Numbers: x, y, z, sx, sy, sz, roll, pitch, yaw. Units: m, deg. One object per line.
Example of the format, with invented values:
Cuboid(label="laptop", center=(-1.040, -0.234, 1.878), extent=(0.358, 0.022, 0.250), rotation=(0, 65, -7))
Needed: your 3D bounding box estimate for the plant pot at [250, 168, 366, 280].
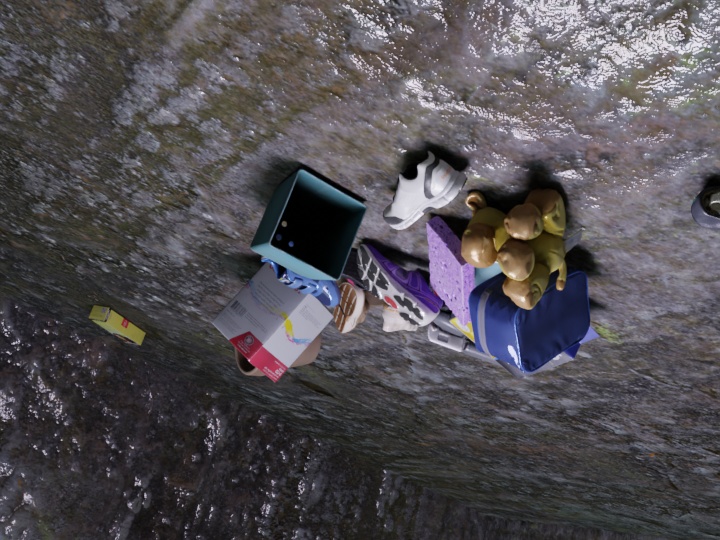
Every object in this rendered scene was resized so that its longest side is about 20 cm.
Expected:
Cuboid(label="plant pot", center=(-0.113, -0.069, 1.499), extent=(0.140, 0.143, 0.199), rotation=(28, 164, -23))

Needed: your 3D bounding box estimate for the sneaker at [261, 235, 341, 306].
Cuboid(label="sneaker", center=(-0.123, 0.010, 1.704), extent=(0.200, 0.083, 0.074), rotation=(45, 146, -14))

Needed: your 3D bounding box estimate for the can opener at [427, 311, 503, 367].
Cuboid(label="can opener", center=(0.224, 0.141, 1.661), extent=(0.198, 0.053, 0.066), rotation=(22, 157, -10))

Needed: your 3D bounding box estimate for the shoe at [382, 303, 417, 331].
Cuboid(label="shoe", center=(0.086, 0.101, 1.772), extent=(0.069, 0.054, 0.200), rotation=(9, 179, 20))

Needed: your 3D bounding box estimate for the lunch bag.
Cuboid(label="lunch bag", center=(0.281, 0.062, 1.405), extent=(0.132, 0.198, 0.138), rotation=(22, 130, 50))

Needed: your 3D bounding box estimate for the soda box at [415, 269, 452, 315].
Cuboid(label="soda box", center=(0.187, 0.068, 1.676), extent=(0.198, 0.064, 0.071), rotation=(20, 158, -4))

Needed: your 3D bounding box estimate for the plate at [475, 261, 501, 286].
Cuboid(label="plate", center=(0.257, 0.048, 1.568), extent=(0.198, 0.026, 0.202), rotation=(15, 139, 14))

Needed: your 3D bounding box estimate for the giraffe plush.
Cuboid(label="giraffe plush", center=(0.224, -0.049, 1.292), extent=(0.161, 0.175, 0.199), rotation=(15, -165, 36))

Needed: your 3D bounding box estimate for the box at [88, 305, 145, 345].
Cuboid(label="box", center=(-0.796, 0.181, 2.767), extent=(0.074, 0.051, 0.200), rotation=(6, 154, 29))

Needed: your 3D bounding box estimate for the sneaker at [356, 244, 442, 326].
Cuboid(label="sneaker", center=(0.072, 0.021, 1.605), extent=(0.200, 0.083, 0.081), rotation=(43, 145, 13))

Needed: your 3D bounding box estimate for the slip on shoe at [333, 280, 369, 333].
Cuboid(label="slip on shoe", center=(-0.010, 0.073, 1.785), extent=(0.060, 0.077, 0.201), rotation=(-18, 156, -18))

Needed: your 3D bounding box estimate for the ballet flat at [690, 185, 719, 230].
Cuboid(label="ballet flat", center=(0.518, -0.075, 1.060), extent=(0.198, 0.074, 0.073), rotation=(9, 157, 29))

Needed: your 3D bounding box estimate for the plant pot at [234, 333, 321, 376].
Cuboid(label="plant pot", center=(-0.196, 0.164, 2.095), extent=(0.173, 0.203, 0.199), rotation=(9, 166, -32))

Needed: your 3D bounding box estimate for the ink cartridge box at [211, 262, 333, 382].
Cuboid(label="ink cartridge box", center=(-0.187, 0.105, 1.835), extent=(0.145, 0.200, 0.145), rotation=(39, 173, 33))

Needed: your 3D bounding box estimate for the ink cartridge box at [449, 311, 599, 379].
Cuboid(label="ink cartridge box", center=(0.300, 0.107, 1.556), extent=(0.197, 0.047, 0.199), rotation=(40, 141, -16))

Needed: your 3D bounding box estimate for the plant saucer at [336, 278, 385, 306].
Cuboid(label="plant saucer", center=(-0.020, 0.020, 1.778), extent=(0.197, 0.030, 0.201), rotation=(17, 159, 7))

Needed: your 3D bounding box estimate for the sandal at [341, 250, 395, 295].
Cuboid(label="sandal", center=(0.000, 0.000, 1.665), extent=(0.198, 0.076, 0.045), rotation=(23, 166, 11))

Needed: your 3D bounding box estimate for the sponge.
Cuboid(label="sponge", center=(0.159, 0.004, 1.472), extent=(0.112, 0.030, 0.201), rotation=(54, 167, 32))

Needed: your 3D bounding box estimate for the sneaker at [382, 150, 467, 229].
Cuboid(label="sneaker", center=(0.085, -0.127, 1.308), extent=(0.080, 0.074, 0.200), rotation=(39, 149, -12))
